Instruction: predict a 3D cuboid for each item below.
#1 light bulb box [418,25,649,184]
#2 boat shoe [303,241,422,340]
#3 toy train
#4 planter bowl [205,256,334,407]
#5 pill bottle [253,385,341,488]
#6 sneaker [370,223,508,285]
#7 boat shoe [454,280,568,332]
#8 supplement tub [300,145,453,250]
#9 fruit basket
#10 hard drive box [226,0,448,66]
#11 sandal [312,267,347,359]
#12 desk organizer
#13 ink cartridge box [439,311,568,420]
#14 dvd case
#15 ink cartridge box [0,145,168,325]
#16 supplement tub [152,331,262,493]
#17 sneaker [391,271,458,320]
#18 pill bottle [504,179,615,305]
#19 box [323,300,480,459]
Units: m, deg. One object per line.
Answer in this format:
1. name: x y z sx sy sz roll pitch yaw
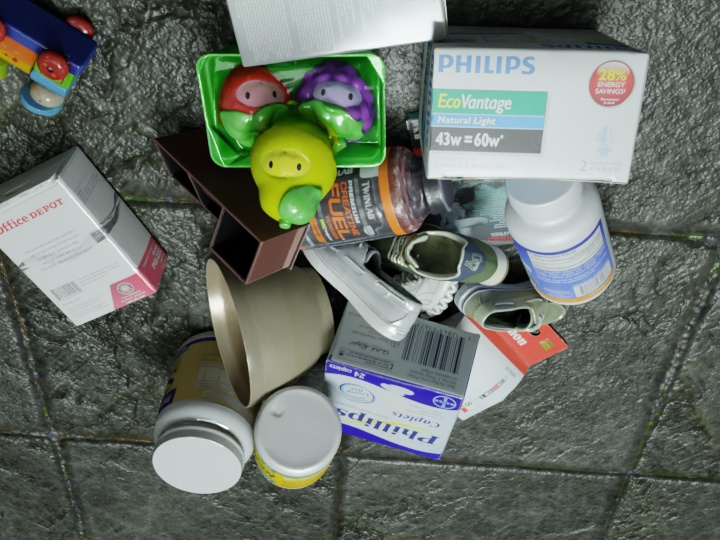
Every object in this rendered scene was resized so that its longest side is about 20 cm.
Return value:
1. light bulb box: 0.161 -0.176 0.783 0.197 0.200 0.126 2 114 2
2. boat shoe: 0.000 0.000 0.974 0.069 0.200 0.072 -52 148 16
3. toy train: -0.404 -0.260 0.845 0.199 0.085 0.116 30 137 -19
4. planter bowl: -0.116 0.067 1.027 0.134 0.200 0.201 -14 132 -21
5. pill bottle: -0.089 0.233 1.036 0.112 0.113 0.200 9 157 -4
6. sneaker: 0.076 -0.027 0.937 0.199 0.068 0.090 14 -178 40
7. boat shoe: 0.210 0.056 1.020 0.199 0.062 0.072 3 130 -35
8. supplement tub: 0.008 -0.089 0.920 0.199 0.107 0.107 -9 128 19
9. fruit basket: -0.072 -0.155 0.827 0.214 0.216 0.156 0 129 3
10. hard drive box: -0.017 -0.277 0.756 0.199 0.156 0.077 -6 127 7
11. sandal: -0.028 0.068 1.094 0.075 0.048 0.201 -3 129 6
12. desk organizer: -0.161 -0.079 0.900 0.200 0.077 0.072 42 128 19
13. ink cartridge box: 0.184 0.127 1.130 0.199 0.050 0.162 -31 121 28
14. dvd case: 0.142 -0.113 0.961 0.145 0.022 0.201 -7 127 8
15. ink cartridge box: -0.374 -0.042 1.005 0.145 0.085 0.200 -21 126 18
16. supplement tub: -0.217 0.203 1.114 0.144 0.201 0.146 1 128 2
17. sneaker: 0.070 0.029 1.032 0.081 0.075 0.200 23 132 -15
18. pill bottle: 0.236 -0.053 0.915 0.111 0.113 0.200 -18 142 16
19. box: 0.049 0.155 1.053 0.183 0.105 0.201 15 145 7
